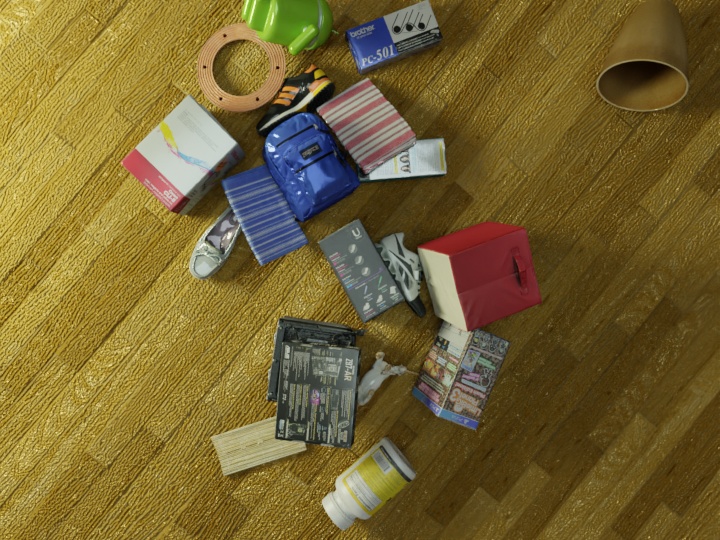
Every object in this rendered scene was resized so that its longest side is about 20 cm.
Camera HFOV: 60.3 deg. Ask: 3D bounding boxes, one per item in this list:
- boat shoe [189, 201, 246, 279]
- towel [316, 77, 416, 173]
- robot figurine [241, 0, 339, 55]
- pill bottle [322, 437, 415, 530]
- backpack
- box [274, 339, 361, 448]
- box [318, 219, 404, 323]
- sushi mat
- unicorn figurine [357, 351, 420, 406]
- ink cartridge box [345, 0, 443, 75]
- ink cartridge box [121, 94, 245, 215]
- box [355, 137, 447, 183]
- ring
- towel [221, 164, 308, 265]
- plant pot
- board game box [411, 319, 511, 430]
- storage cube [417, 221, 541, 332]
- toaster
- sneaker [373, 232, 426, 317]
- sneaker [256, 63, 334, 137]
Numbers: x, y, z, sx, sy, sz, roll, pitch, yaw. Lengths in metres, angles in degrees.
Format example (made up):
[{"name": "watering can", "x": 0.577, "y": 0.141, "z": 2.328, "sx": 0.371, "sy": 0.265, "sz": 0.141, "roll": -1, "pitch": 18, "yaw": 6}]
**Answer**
[{"name": "boat shoe", "x": -0.309, "y": -0.069, "z": 1.358, "sx": 0.074, "sy": 0.065, "sz": 0.202, "roll": 38, "pitch": 88, "yaw": -4}, {"name": "towel", "x": 0.012, "y": -0.320, "z": 1.366, "sx": 0.146, "sy": 0.030, "sz": 0.200, "roll": -33, "pitch": 72, "yaw": -12}, {"name": "robot figurine", "x": -0.146, "y": -0.538, "z": 1.318, "sx": 0.199, "sy": 0.176, "sz": 0.116, "roll": -1, "pitch": 132, "yaw": -32}, {"name": "pill bottle", "x": 0.015, "y": 0.474, "z": 1.370, "sx": 0.200, "sy": 0.111, "sz": 0.111, "roll": -40, "pitch": 94, "yaw": -2}, {"name": "backpack", "x": -0.107, "y": -0.233, "z": 1.322, "sx": 0.162, "sy": 0.168, "sz": 0.200, "roll": -31, "pitch": 92, "yaw": -16}, {"name": "box", "x": -0.085, "y": 0.248, "z": 1.256, "sx": 0.159, "sy": 0.044, "sz": 0.201, "roll": 4, "pitch": 91, "yaw": 8}, {"name": "box", "x": 0.000, "y": 0.000, "z": 1.354, "sx": 0.106, "sy": 0.122, "sz": 0.201, "roll": -30, "pitch": 93, "yaw": -2}, {"name": "sushi mat", "x": -0.228, "y": 0.390, "z": 1.399, "sx": 0.199, "sy": 0.012, "sz": 0.096, "roll": -17, "pitch": 91, "yaw": -4}, {"name": "unicorn figurine", "x": 0.037, "y": 0.235, "z": 1.347, "sx": 0.200, "sy": 0.137, "sz": 0.074, "roll": -32, "pitch": 71, "yaw": -13}, {"name": "ink cartridge box", "x": 0.075, "y": -0.522, "z": 1.389, "sx": 0.199, "sy": 0.044, "sz": 0.094, "roll": -22, "pitch": 91, "yaw": -3}, {"name": "ink cartridge box", "x": -0.366, "y": -0.239, "z": 1.311, "sx": 0.145, "sy": 0.145, "sz": 0.200, "roll": 44, "pitch": 88, "yaw": -4}, {"name": "box", "x": 0.090, "y": -0.246, "z": 1.393, "sx": 0.199, "sy": 0.049, "sz": 0.083, "roll": -5, "pitch": 91, "yaw": -4}, {"name": "ring", "x": -0.261, "y": -0.445, "z": 1.365, "sx": 0.199, "sy": 0.019, "sz": 0.201, "roll": 0, "pitch": 84, "yaw": 4}, {"name": "towel", "x": -0.205, "y": -0.125, "z": 1.345, "sx": 0.145, "sy": 0.024, "sz": 0.201, "roll": -29, "pitch": 95, "yaw": -43}, {"name": "plant pot", "x": 0.643, "y": -0.491, "z": 1.379, "sx": 0.186, "sy": 0.186, "sz": 0.201, "roll": 19, "pitch": 76, "yaw": -4}, {"name": "board game box", "x": 0.215, "y": 0.216, "z": 1.349, "sx": 0.097, "sy": 0.159, "sz": 0.201, "roll": 23, "pitch": 90, "yaw": -17}, {"name": "storage cube", "x": 0.249, "y": 0.008, "z": 1.323, "sx": 0.179, "sy": 0.200, "sz": 0.172, "roll": -19, "pitch": 103, "yaw": -14}, {"name": "toaster", "x": -0.098, "y": 0.198, "z": 1.352, "sx": 0.199, "sy": 0.119, "sz": 0.182, "roll": 8, "pitch": 91, "yaw": -4}, {"name": "sneaker", "x": 0.113, "y": 0.007, "z": 1.387, "sx": 0.088, "sy": 0.074, "sz": 0.201, "roll": -28, "pitch": 93, "yaw": -2}, {"name": "sneaker", "x": -0.157, "y": -0.376, "z": 1.371, "sx": 0.200, "sy": 0.070, "sz": 0.090, "roll": -36, "pitch": 76, "yaw": -2}]
